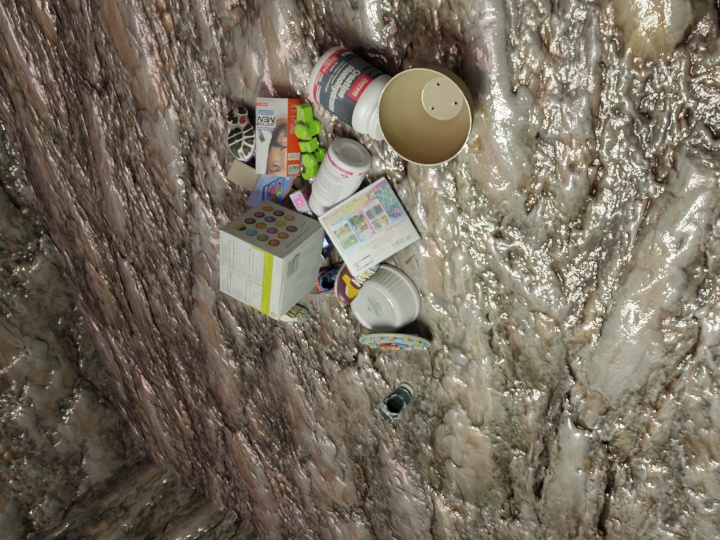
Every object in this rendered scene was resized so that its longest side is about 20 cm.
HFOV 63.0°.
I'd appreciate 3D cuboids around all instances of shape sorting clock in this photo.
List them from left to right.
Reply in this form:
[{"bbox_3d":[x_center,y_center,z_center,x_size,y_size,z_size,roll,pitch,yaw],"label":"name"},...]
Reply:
[{"bbox_3d":[0.095,0.202,1.641,0.200,0.200,0.039,-10,71,44],"label":"shape sorting clock"}]

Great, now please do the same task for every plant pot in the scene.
[{"bbox_3d":[0.151,-0.339,1.229,0.200,0.135,0.201,14,128,19],"label":"plant pot"}]

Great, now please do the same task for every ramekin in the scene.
[{"bbox_3d":[0.060,0.088,1.643,0.202,0.094,0.203,23,131,29],"label":"ramekin"}]

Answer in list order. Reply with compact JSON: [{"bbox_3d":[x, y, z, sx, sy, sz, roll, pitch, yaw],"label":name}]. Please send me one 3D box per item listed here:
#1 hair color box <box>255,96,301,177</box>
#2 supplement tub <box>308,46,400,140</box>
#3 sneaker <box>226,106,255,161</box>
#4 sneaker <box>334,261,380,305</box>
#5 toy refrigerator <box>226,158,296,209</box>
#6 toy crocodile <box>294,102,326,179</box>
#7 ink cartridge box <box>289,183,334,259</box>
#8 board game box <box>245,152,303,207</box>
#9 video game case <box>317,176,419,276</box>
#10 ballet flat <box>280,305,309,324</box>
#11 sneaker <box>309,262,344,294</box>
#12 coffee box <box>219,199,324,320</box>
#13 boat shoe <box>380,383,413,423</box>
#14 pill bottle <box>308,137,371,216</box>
[{"bbox_3d":[-0.219,-0.355,1.561,0.111,0.064,0.201,11,108,30],"label":"hair color box"},{"bbox_3d":[-0.006,-0.400,1.331,0.200,0.140,0.141,37,136,16],"label":"supplement tub"},{"bbox_3d":[-0.315,-0.370,1.624,0.080,0.201,0.084,-20,141,9],"label":"sneaker"},{"bbox_3d":[0.000,0.000,1.566,0.090,0.201,0.075,-3,149,45],"label":"sneaker"},{"bbox_3d":[-0.287,-0.248,1.712,0.200,0.076,0.070,29,97,22],"label":"toy refrigerator"},{"bbox_3d":[-0.138,-0.337,1.544,0.062,0.067,0.201,12,125,36],"label":"toy crocodile"},{"bbox_3d":[-0.120,-0.138,1.629,0.042,0.119,0.201,-22,102,16],"label":"ink cartridge box"},{"bbox_3d":[-0.235,-0.252,1.638,0.103,0.019,0.200,32,98,24],"label":"board game box"},{"bbox_3d":[0.022,-0.111,1.501,0.200,0.024,0.182,-31,99,7],"label":"video game case"},{"bbox_3d":[-0.265,0.130,1.970,0.200,0.075,0.068,22,131,30],"label":"ballet flat"},{"bbox_3d":[-0.106,0.031,1.760,0.200,0.078,0.075,-27,98,47],"label":"sneaker"},{"bbox_3d":[-0.236,-0.034,1.552,0.197,0.200,0.201,24,129,18],"label":"coffee box"},{"bbox_3d":[0.106,0.430,1.861,0.075,0.062,0.200,43,138,7],"label":"boat shoe"},{"bbox_3d":[-0.059,-0.232,1.514,0.113,0.113,0.200,43,137,10],"label":"pill bottle"}]
